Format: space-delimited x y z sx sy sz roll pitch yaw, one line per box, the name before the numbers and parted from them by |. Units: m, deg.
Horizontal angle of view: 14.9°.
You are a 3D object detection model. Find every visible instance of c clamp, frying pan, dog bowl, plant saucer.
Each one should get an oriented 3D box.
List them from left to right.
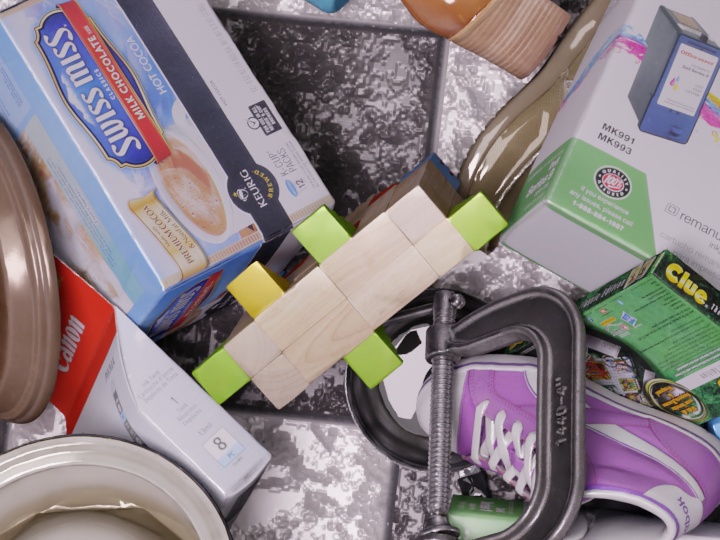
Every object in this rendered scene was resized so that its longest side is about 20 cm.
plant saucer | -0.234 -0.003 1.676 0.029 0.200 0.200 -13 82 -28
dog bowl | -0.161 0.199 1.582 0.200 0.074 0.200 -3 66 6
c clamp | 0.066 0.091 1.605 0.171 0.027 0.200 -25 51 32
frying pan | 0.072 0.096 1.704 0.115 0.031 0.190 -40 91 4

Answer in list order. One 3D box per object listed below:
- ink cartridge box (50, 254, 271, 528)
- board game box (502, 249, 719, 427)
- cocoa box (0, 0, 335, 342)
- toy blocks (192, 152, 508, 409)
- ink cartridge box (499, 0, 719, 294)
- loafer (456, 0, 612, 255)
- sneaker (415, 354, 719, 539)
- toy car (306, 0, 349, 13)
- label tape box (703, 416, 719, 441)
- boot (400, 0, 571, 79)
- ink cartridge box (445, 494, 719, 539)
ink cartridge box | -0.156 0.091 1.670 0.200 0.160 0.047 42 58 8
board game box | 0.167 0.051 1.607 0.105 0.200 0.023 40 64 -8
cocoa box | -0.136 -0.071 1.672 0.131 0.133 0.200 -27 81 -29
toy blocks | 0.000 0.000 1.643 0.200 0.137 0.100 -39 96 14
ink cartridge box | 0.192 -0.076 1.614 0.145 0.088 0.200 29 66 -6
loafer | 0.125 -0.087 1.691 0.067 0.076 0.200 35 90 15
sneaker | 0.107 0.110 1.609 0.200 0.114 0.073 13 118 26
toy car | -0.059 -0.277 1.668 0.184 0.200 0.177 35 90 8
label tape box | 0.300 0.052 1.663 0.200 0.066 0.143 -13 82 4
boot | 0.084 -0.234 1.671 0.155 0.074 0.200 35 69 -13
ink cartridge box | 0.145 0.218 1.647 0.200 0.084 0.146 5 91 4
